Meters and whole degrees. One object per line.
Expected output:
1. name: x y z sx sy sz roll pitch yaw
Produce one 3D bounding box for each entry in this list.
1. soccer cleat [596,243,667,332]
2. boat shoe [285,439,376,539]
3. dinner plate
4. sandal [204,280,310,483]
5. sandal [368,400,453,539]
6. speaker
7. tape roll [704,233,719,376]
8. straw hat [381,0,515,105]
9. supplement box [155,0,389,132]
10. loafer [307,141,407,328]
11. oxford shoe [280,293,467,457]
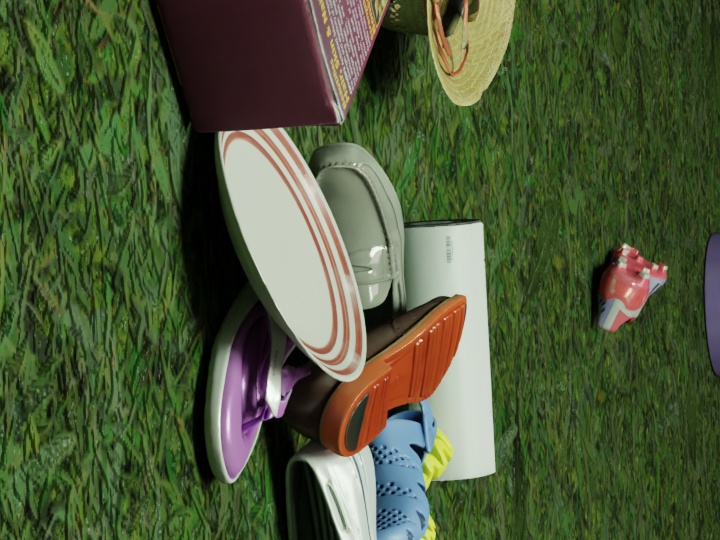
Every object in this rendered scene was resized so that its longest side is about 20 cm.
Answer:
1. soccer cleat: 0.294 0.020 2.766 0.077 0.066 0.200 -63 172 10
2. boat shoe: -0.021 0.211 1.708 0.067 0.073 0.202 -18 99 -53
3. dinner plate: -0.050 -0.019 1.618 0.201 0.024 0.201 56 20 -31
4. sandal: -0.057 0.053 1.615 0.203 0.049 0.083 -71 153 -48
5. sandal: 0.016 0.144 1.814 0.200 0.079 0.088 -77 155 -61
6. speaker: 0.062 0.063 1.950 0.081 0.080 0.202 -17 104 -72
7. tape roll: 0.536 0.047 3.489 0.200 0.084 0.202 -3 90 -73
8. straw hat: 0.049 -0.227 1.939 0.201 0.084 0.203 3 90 -66
9. supplement box: -0.050 -0.195 1.580 0.201 0.102 0.132 -70 153 -52
10. loafer: 0.000 0.000 1.775 0.070 0.069 0.201 -84 164 -51
11. oxford shoe: 0.010 0.057 1.731 0.200 0.072 0.072 -33 138 -53
